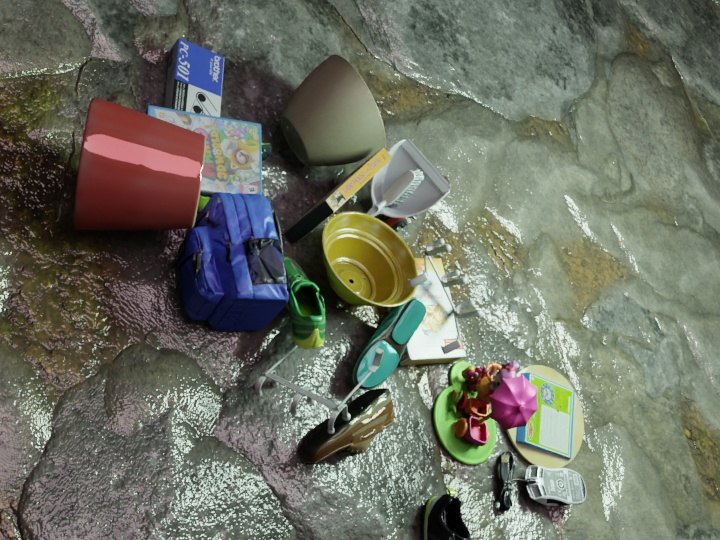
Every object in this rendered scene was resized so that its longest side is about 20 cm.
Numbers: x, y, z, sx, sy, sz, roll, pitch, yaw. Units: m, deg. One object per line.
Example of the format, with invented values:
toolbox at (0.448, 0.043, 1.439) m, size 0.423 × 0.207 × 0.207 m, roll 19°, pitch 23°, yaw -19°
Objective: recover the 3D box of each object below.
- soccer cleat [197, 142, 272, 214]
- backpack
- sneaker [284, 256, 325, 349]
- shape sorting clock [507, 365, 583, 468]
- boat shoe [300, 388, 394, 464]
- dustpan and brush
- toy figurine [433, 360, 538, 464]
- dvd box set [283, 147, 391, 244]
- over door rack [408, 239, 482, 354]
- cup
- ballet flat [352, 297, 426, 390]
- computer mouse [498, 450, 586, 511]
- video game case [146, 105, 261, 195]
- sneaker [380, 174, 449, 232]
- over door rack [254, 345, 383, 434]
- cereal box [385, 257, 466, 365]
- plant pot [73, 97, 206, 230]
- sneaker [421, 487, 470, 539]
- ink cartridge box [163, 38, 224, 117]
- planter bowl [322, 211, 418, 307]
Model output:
soccer cleat at (-0.223, -0.159, 1.624) m, size 0.199 × 0.067 × 0.082 m, roll -35°, pitch 99°, yaw -36°
backpack at (-0.206, -0.025, 1.496) m, size 0.165 × 0.162 × 0.204 m, roll 4°, pitch 65°, yaw -31°
sneaker at (-0.096, 0.040, 1.568) m, size 0.073 × 0.085 × 0.201 m, roll -1°, pitch 41°, yaw -26°
shape sorting clock at (0.359, 0.287, 1.837) m, size 0.197 × 0.039 × 0.204 m, roll 12°, pitch 68°, yaw -31°
boat shoe at (-0.010, 0.269, 1.550) m, size 0.199 × 0.075 × 0.075 m, roll -30°, pitch 104°, yaw -37°
dustpan and brush at (0.054, -0.134, 1.757) m, size 0.140 × 0.200 × 0.057 m, roll 49°, pitch 15°, yaw 13°
toy figurine at (0.244, 0.227, 1.685) m, size 0.148 × 0.184 × 0.203 m, roll 24°, pitch 54°, yaw -24°
dvd box set at (-0.040, -0.135, 1.687) m, size 0.030 × 0.146 × 0.200 m, roll 49°, pitch 47°, yaw -6°
over door rack at (0.158, 0.039, 1.677) m, size 0.149 × 0.066 × 0.200 m, roll 62°, pitch 21°, yaw -12°
cup at (-0.065, -0.275, 1.732) m, size 0.142 × 0.200 × 0.202 m, roll -30°, pitch 86°, yaw -15°
ballet flat at (0.045, 0.132, 1.656) m, size 0.067 × 0.070 × 0.201 m, roll 44°, pitch 68°, yaw -15°
computer mouse at (0.338, 0.407, 1.760) m, size 0.197 × 0.044 × 0.111 m, roll 15°, pitch 54°, yaw -24°
video game case at (-0.262, -0.195, 1.568) m, size 0.196 × 0.018 × 0.146 m, roll 6°, pitch 67°, yaw -22°
sneaker at (0.104, -0.158, 1.856) m, size 0.200 × 0.071 × 0.099 m, roll -36°, pitch 93°, yaw -41°
over door rack at (-0.065, 0.175, 1.527) m, size 0.146 × 0.067 × 0.200 m, roll 23°, pitch 35°, yaw 13°
cereal box at (0.115, 0.075, 1.764) m, size 0.142 × 0.039 × 0.203 m, roll 0°, pitch 67°, yaw -37°
plant pot at (-0.329, -0.148, 1.414) m, size 0.174 × 0.201 × 0.204 m, roll 7°, pitch 61°, yaw -13°
sneaker at (0.146, 0.466, 1.555) m, size 0.071 × 0.083 × 0.204 m, roll 8°, pitch 62°, yaw -32°
ink cartridge box at (-0.296, -0.302, 1.651) m, size 0.093 × 0.044 × 0.203 m, roll 17°, pitch 58°, yaw -30°
planter bowl at (0.000, 0.000, 1.679) m, size 0.198 × 0.084 × 0.203 m, roll 21°, pitch 46°, yaw -23°
